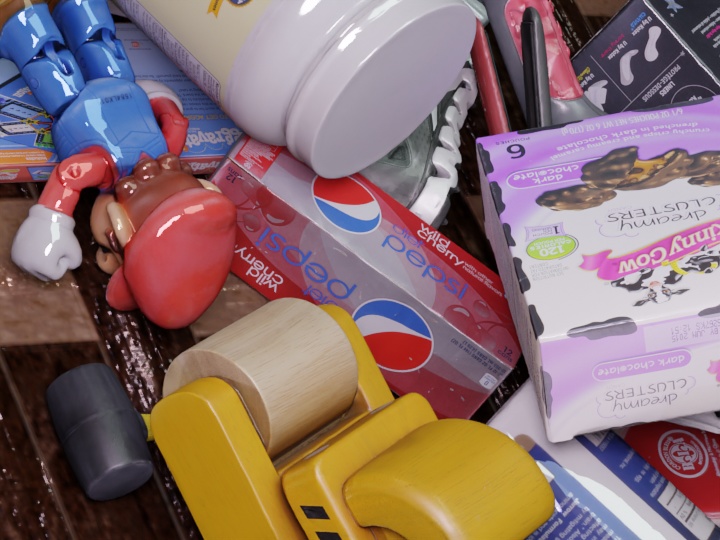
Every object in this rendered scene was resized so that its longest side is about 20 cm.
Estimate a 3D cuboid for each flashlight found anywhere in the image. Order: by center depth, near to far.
[{"bbox_3d":[0.120,-0.130,1.705,0.068,0.068,0.200,-21,100,-8],"label":"flashlight"}]

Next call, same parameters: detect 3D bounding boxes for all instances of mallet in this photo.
[{"bbox_3d":[-0.072,0.090,1.449,0.200,0.041,0.066,7,50,-38],"label":"mallet"}]

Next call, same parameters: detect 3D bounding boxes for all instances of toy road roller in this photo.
[{"bbox_3d":[0.006,0.103,1.383,0.123,0.146,0.200,-31,93,-49],"label":"toy road roller"}]

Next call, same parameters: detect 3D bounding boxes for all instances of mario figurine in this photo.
[{"bbox_3d":[-0.143,-0.053,1.491,0.123,0.106,0.200,-27,77,-6],"label":"mario figurine"}]

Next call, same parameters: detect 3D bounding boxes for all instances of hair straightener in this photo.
[{"bbox_3d":[0.121,-0.062,1.658,0.077,0.041,0.200,-13,92,-7],"label":"hair straightener"}]

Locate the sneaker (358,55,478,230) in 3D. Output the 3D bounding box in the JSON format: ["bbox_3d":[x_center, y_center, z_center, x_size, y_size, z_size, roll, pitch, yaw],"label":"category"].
[{"bbox_3d":[0.023,-0.107,1.672,0.090,0.066,0.200,29,43,-16],"label":"sneaker"}]

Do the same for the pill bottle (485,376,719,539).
[{"bbox_3d":[0.133,0.159,1.480,0.200,0.111,0.111,43,40,4],"label":"pill bottle"}]

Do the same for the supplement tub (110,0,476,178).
[{"bbox_3d":[-0.048,-0.161,1.509,0.200,0.145,0.145,44,39,20],"label":"supplement tub"}]

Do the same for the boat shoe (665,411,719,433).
[{"bbox_3d":[0.189,0.053,1.504,0.200,0.065,0.074,15,71,4],"label":"boat shoe"}]

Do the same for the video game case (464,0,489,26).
[{"bbox_3d":[0.042,-0.264,1.863,0.200,0.024,0.182,41,40,1],"label":"video game case"}]

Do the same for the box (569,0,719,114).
[{"bbox_3d":[0.225,-0.135,1.802,0.115,0.132,0.200,48,41,5],"label":"box"}]

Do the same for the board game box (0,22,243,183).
[{"bbox_3d":[-0.148,-0.098,1.571,0.200,0.019,0.103,-4,55,-39],"label":"board game box"}]

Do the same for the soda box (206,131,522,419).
[{"bbox_3d":[0.000,0.000,1.554,0.200,0.070,0.063,37,40,-3],"label":"soda box"}]

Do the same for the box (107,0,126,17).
[{"bbox_3d":[-0.052,-0.150,1.617,0.200,0.042,0.039,16,22,4],"label":"box"}]

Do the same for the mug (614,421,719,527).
[{"bbox_3d":[0.200,0.033,1.635,0.177,0.133,0.200,36,44,-15],"label":"mug"}]

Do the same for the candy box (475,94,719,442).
[{"bbox_3d":[0.161,-0.007,1.475,0.167,0.072,0.200,-10,34,-2],"label":"candy box"}]
